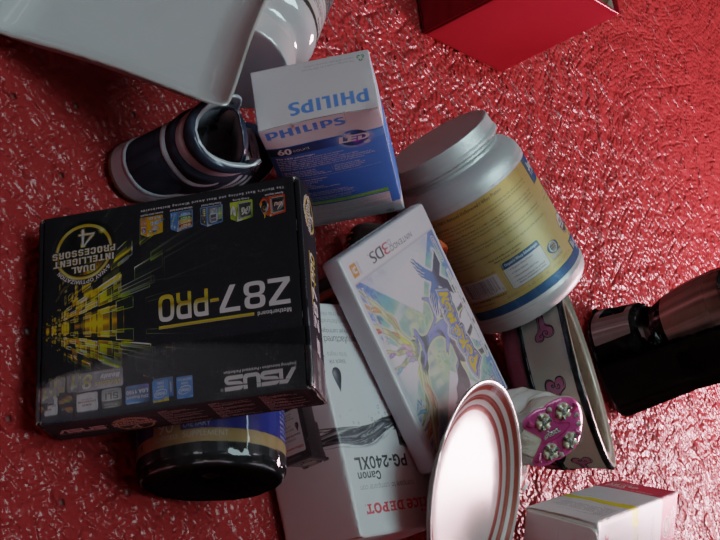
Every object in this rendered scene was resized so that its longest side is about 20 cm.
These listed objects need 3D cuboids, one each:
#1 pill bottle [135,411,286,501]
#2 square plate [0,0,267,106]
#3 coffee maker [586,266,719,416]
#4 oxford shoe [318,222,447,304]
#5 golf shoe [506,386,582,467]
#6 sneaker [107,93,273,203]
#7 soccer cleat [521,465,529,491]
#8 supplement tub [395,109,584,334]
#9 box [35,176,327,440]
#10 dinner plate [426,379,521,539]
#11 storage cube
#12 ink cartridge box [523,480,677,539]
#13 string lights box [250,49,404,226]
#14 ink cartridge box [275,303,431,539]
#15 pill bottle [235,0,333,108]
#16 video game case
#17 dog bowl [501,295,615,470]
[{"bbox_3d":[-0.115,0.067,0.995,0.112,0.112,0.200,23,54,-46],"label":"pill bottle"},{"bbox_3d":[-0.180,-0.222,1.068,0.198,0.028,0.200,18,49,-5],"label":"square plate"},{"bbox_3d":[0.398,0.108,1.593,0.135,0.200,0.192,11,60,-48],"label":"coffee maker"},{"bbox_3d":[0.000,0.000,1.249,0.073,0.071,0.200,42,35,18],"label":"oxford shoe"},{"bbox_3d":[0.112,0.162,1.246,0.200,0.092,0.075,-14,111,-25],"label":"golf shoe"},{"bbox_3d":[-0.108,-0.104,1.103,0.200,0.108,0.070,-18,87,-56],"label":"sneaker"},{"bbox_3d":[0.120,0.209,1.278,0.085,0.069,0.200,43,46,-38],"label":"soccer cleat"},{"bbox_3d":[0.128,-0.051,1.363,0.200,0.145,0.145,57,35,-15],"label":"supplement tub"},{"bbox_3d":[-0.129,0.027,0.927,0.049,0.200,0.161,61,23,-66],"label":"box"},{"bbox_3d":[0.095,0.194,1.133,0.200,0.024,0.200,-18,111,-60],"label":"dinner plate"},{"bbox_3d":[0.180,-0.372,1.585,0.200,0.180,0.171,13,62,-49],"label":"storage cube"},{"bbox_3d":[0.243,0.303,1.336,0.200,0.083,0.145,0,96,-54],"label":"ink cartridge box"},{"bbox_3d":[-0.025,-0.108,1.144,0.200,0.103,0.059,71,9,-67],"label":"string lights box"},{"bbox_3d":[-0.009,0.137,1.123,0.145,0.083,0.200,6,67,-54],"label":"ink cartridge box"},{"bbox_3d":[-0.087,-0.248,1.207,0.116,0.116,0.200,46,40,-28],"label":"pill bottle"},{"bbox_3d":[0.055,0.055,1.168,0.182,0.022,0.200,-36,102,-58],"label":"video game case"},{"bbox_3d":[0.210,0.123,1.394,0.200,0.074,0.200,-17,90,-78],"label":"dog bowl"}]
